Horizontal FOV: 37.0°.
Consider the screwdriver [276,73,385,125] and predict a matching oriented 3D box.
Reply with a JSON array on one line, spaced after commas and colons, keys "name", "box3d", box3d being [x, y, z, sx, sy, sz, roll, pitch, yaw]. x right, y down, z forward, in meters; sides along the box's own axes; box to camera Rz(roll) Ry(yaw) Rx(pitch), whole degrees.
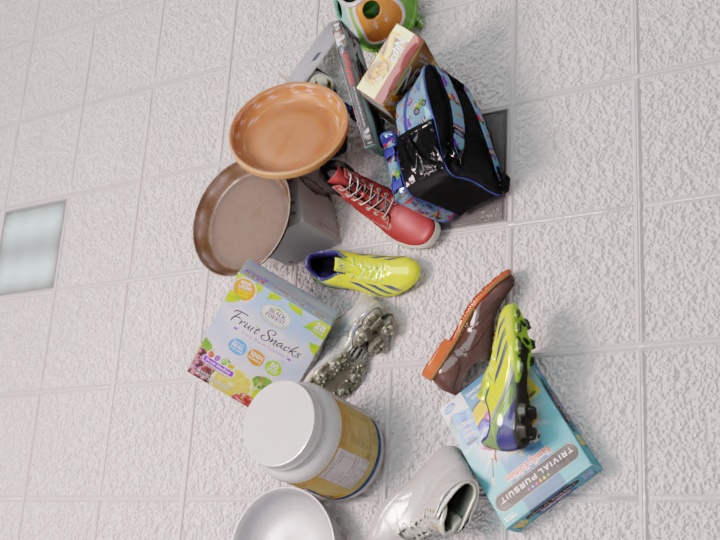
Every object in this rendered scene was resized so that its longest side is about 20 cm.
[{"name": "screwdriver", "box3d": [-0.049, -0.284, 1.787, 0.028, 0.198, 0.029, -65, 9, -10]}]

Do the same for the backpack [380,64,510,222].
[{"name": "backpack", "box3d": [0.117, -0.198, 1.624, 0.133, 0.182, 0.203, -26, 66, 31]}]

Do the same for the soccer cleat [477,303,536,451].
[{"name": "soccer cleat", "box3d": [0.193, 0.144, 1.462, 0.083, 0.064, 0.203, -10, 68, 31]}]

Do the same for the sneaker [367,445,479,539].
[{"name": "sneaker", "box3d": [0.086, 0.346, 1.496, 0.201, 0.073, 0.116, -53, 18, 7]}]

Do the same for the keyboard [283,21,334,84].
[{"name": "keyboard", "box3d": [-0.081, -0.370, 1.873, 0.056, 0.011, 0.201, 4, 53, 43]}]

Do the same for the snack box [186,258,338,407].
[{"name": "snack box", "box3d": [-0.154, 0.111, 1.684, 0.167, 0.068, 0.202, 29, 112, -2]}]

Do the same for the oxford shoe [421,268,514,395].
[{"name": "oxford shoe", "box3d": [0.174, 0.090, 1.573, 0.072, 0.071, 0.201, 36, 92, 8]}]

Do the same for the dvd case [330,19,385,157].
[{"name": "dvd case", "box3d": [0.002, -0.287, 1.714, 0.022, 0.146, 0.203, -17, 86, 11]}]

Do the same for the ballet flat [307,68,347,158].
[{"name": "ballet flat", "box3d": [-0.060, -0.289, 1.844, 0.067, 0.069, 0.202, -12, 63, -20]}]

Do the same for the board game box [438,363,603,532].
[{"name": "board game box", "box3d": [0.218, 0.233, 1.492, 0.151, 0.047, 0.201, -40, 56, 16]}]

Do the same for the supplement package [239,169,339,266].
[{"name": "supplement package", "box3d": [-0.123, -0.131, 1.803, 0.116, 0.117, 0.203, -22, 63, 25]}]

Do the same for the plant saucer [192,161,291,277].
[{"name": "plant saucer", "box3d": [-0.186, -0.083, 1.736, 0.198, 0.032, 0.203, -13, 67, 31]}]

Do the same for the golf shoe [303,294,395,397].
[{"name": "golf shoe", "box3d": [-0.028, 0.126, 1.692, 0.200, 0.078, 0.097, -48, 34, 7]}]

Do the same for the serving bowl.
[{"name": "serving bowl", "box3d": [-0.103, 0.433, 1.623, 0.198, 0.066, 0.203, -12, 67, 30]}]

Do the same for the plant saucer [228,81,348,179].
[{"name": "plant saucer", "box3d": [-0.113, -0.219, 1.724, 0.197, 0.038, 0.202, -6, 54, 8]}]

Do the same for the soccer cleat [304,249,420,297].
[{"name": "soccer cleat", "box3d": [0.000, 0.001, 1.695, 0.198, 0.083, 0.066, 3, 74, 34]}]

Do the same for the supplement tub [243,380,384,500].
[{"name": "supplement tub", "box3d": [-0.067, 0.248, 1.576, 0.143, 0.200, 0.147, -13, 62, 27]}]

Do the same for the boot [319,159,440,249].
[{"name": "boot", "box3d": [0.024, -0.105, 1.680, 0.199, 0.144, 0.073, 33, 92, 36]}]

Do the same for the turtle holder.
[{"name": "turtle holder", "box3d": [0.018, -0.467, 1.819, 0.139, 0.131, 0.188, -15, 66, 29]}]

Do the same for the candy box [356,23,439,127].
[{"name": "candy box", "box3d": [0.065, -0.297, 1.684, 0.055, 0.200, 0.116, 33, 93, 14]}]
